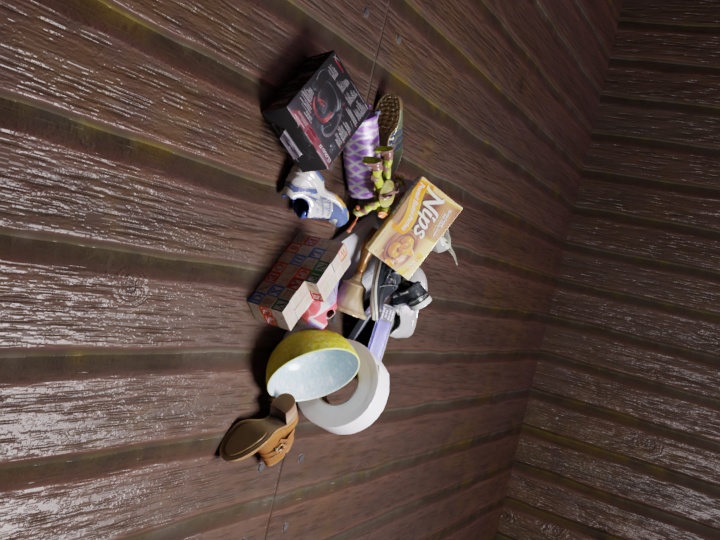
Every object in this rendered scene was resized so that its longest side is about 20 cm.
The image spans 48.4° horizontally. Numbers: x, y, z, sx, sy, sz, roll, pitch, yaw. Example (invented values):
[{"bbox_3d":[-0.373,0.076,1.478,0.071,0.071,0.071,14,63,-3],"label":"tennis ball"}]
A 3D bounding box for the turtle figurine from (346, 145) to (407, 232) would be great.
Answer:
[{"bbox_3d":[0.041,-0.172,1.706,0.200,0.064,0.162,-36,135,-32],"label":"turtle figurine"}]

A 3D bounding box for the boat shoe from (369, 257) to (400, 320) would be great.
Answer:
[{"bbox_3d":[0.059,0.023,1.810,0.075,0.062,0.200,92,10,-58],"label":"boat shoe"}]

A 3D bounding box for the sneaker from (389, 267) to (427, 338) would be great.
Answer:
[{"bbox_3d":[0.117,0.085,2.117,0.088,0.075,0.201,0,104,-49],"label":"sneaker"}]

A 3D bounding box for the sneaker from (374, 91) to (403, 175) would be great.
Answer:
[{"bbox_3d":[0.065,-0.307,1.851,0.090,0.067,0.201,-11,112,-68],"label":"sneaker"}]

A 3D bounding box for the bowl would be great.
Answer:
[{"bbox_3d":[-0.109,0.176,1.668,0.200,0.200,0.108,55,12,-55],"label":"bowl"}]

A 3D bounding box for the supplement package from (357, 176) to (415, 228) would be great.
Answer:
[{"bbox_3d":[0.084,-0.106,1.908,0.121,0.119,0.200,-51,143,-39],"label":"supplement package"}]

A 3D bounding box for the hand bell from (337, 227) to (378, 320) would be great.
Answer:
[{"bbox_3d":[0.000,0.000,1.797,0.104,0.104,0.201,25,86,-62],"label":"hand bell"}]

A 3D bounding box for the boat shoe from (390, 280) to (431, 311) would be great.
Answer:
[{"bbox_3d":[0.112,0.051,1.910,0.076,0.200,0.060,-33,100,-17],"label":"boat shoe"}]

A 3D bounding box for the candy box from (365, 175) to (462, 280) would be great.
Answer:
[{"bbox_3d":[0.116,-0.094,1.753,0.200,0.115,0.055,-53,-169,3],"label":"candy box"}]

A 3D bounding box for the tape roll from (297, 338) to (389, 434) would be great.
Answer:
[{"bbox_3d":[-0.040,0.254,1.757,0.071,0.202,0.203,47,61,-57],"label":"tape roll"}]

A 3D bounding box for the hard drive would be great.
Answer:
[{"bbox_3d":[-0.001,-0.017,1.859,0.132,0.025,0.200,-37,136,-27],"label":"hard drive"}]

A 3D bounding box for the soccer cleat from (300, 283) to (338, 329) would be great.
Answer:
[{"bbox_3d":[-0.078,0.065,1.694,0.068,0.073,0.200,-49,180,24],"label":"soccer cleat"}]

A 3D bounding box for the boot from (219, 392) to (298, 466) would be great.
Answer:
[{"bbox_3d":[-0.201,0.360,1.652,0.200,0.074,0.155,-34,147,-32],"label":"boot"}]

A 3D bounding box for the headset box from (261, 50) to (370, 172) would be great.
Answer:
[{"bbox_3d":[-0.085,-0.294,1.519,0.149,0.075,0.200,54,52,-31],"label":"headset box"}]

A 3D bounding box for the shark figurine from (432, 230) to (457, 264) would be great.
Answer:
[{"bbox_3d":[0.162,-0.069,1.866,0.214,0.089,0.129,27,45,-70],"label":"shark figurine"}]

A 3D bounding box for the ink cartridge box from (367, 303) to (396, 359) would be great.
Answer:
[{"bbox_3d":[0.041,0.184,1.963,0.200,0.040,0.200,70,37,-84],"label":"ink cartridge box"}]

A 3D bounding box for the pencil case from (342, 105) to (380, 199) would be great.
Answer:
[{"bbox_3d":[0.004,-0.256,1.743,0.086,0.084,0.201,-70,161,-58],"label":"pencil case"}]

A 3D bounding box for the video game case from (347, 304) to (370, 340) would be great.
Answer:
[{"bbox_3d":[0.036,0.087,1.943,0.200,0.019,0.143,-49,173,-40],"label":"video game case"}]

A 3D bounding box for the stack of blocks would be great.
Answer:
[{"bbox_3d":[-0.119,0.022,1.598,0.200,0.115,0.059,-56,146,-32],"label":"stack of blocks"}]

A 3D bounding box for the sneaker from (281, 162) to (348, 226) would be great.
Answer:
[{"bbox_3d":[-0.098,-0.135,1.628,0.088,0.075,0.200,-59,140,-14],"label":"sneaker"}]
